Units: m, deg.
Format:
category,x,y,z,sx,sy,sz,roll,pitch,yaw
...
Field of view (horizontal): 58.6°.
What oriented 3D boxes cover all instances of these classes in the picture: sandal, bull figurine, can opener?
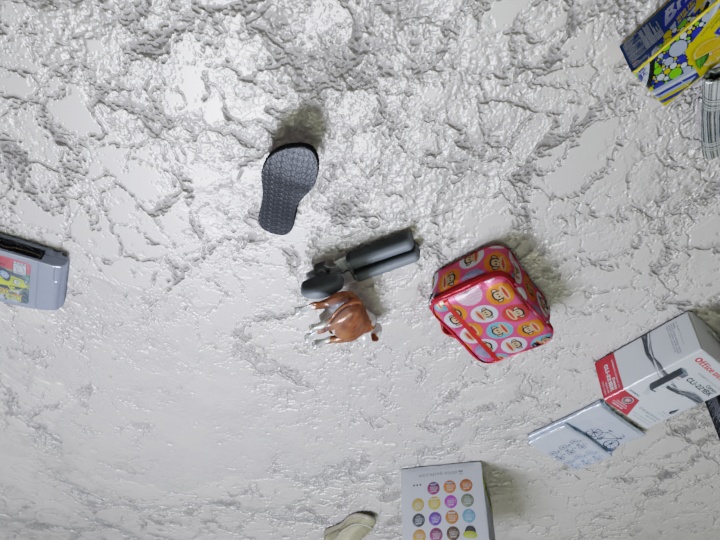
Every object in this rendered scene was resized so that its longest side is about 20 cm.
category,x,y,z,sx,sy,sz,roll,pitch,yaw
sandal,-0.105,-0.121,0.901,0.073,0.046,0.201,19,148,-9
bull figurine,-0.030,0.085,1.036,0.118,0.067,0.201,-18,156,1
can opener,0.000,0.000,1.002,0.195,0.068,0.053,-22,131,16

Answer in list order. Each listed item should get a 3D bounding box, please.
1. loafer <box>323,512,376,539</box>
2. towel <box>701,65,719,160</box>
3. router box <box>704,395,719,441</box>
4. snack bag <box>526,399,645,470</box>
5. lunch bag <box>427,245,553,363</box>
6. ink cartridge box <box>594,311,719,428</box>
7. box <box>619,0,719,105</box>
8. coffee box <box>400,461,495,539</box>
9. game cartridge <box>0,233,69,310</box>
category,x,y,z,sx,sy,sz,roll,pitch,yaw
loafer,-0.028,0.710,1.718,0.074,0.070,0.199,28,130,-25
towel,0.500,-0.207,0.744,0.195,0.036,0.192,-21,152,20
router box,0.734,0.247,1.154,0.192,0.161,0.053,-1,137,4
snack bag,0.486,0.359,1.376,0.186,0.022,0.199,33,128,-27
lunch bag,0.203,0.064,1.049,0.173,0.084,0.200,-25,128,31
ink cartridge box,0.547,0.182,1.147,0.142,0.085,0.199,30,129,-25
box,0.388,-0.282,0.695,0.069,0.066,0.199,28,131,-25
coffee box,0.209,0.594,1.498,0.193,0.202,0.203,-9,135,12
game cartridge,-0.577,-0.002,1.039,0.194,0.042,0.134,18,138,-15
